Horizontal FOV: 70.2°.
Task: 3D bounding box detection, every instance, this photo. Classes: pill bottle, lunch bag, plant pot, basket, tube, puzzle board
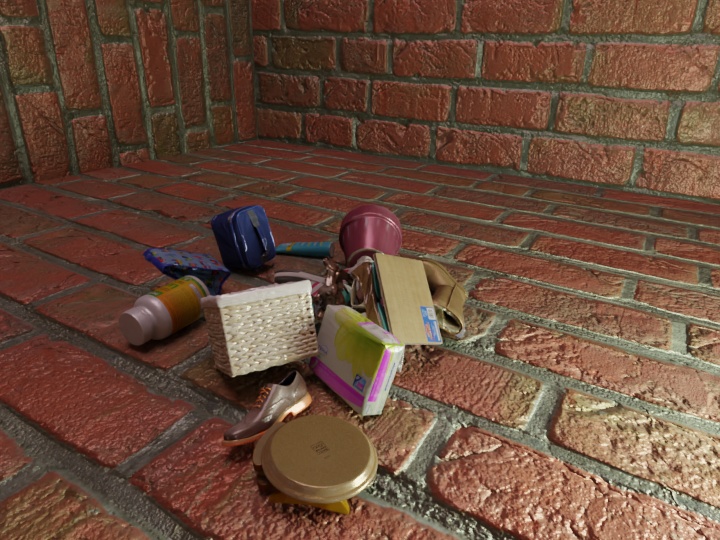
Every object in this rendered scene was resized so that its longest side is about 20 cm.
[{"bbox_3d":[-0.464,0.096,1.221,0.111,0.111,0.200,13,26,25],"label":"pill bottle"},{"bbox_3d":[-0.478,-0.010,1.379,0.200,0.094,0.150,24,4,-43],"label":"lunch bag"},{"bbox_3d":[0.027,-0.069,1.555,0.199,0.200,0.179,3,39,3],"label":"plant pot"},{"bbox_3d":[-0.210,0.113,1.071,0.199,0.161,0.198,-11,1,-26],"label":"basket"},{"bbox_3d":[-0.188,-0.073,1.714,0.199,0.051,0.077,3,16,16],"label":"tube"},{"bbox_3d":[-0.347,-0.093,1.568,0.132,0.201,0.136,-5,19,35],"label":"lunch bag"},{"bbox_3d":[0.101,0.064,1.108,0.150,0.201,0.017,8,-28,-41],"label":"puzzle board"}]

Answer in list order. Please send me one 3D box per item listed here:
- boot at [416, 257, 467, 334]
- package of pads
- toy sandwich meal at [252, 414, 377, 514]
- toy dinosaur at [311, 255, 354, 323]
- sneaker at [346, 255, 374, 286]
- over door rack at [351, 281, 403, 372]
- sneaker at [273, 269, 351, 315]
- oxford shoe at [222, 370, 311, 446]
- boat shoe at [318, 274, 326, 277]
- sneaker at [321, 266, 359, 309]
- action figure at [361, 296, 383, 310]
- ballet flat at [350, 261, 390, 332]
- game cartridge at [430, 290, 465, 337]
[{"bbox_3d":[0.187,0.054,1.244,0.175,0.066,0.200,35,24,4],"label":"boot"},{"bbox_3d":[-0.014,0.169,1.021,0.068,0.155,0.200,9,13,-43],"label":"package of pads"},{"bbox_3d":[-0.073,0.310,0.821,0.204,0.070,0.205,6,23,-2],"label":"toy sandwich meal"},{"bbox_3d":[-0.060,0.074,1.205,0.086,0.201,0.136,6,11,15],"label":"toy dinosaur"},{"bbox_3d":[0.000,0.000,1.337,0.073,0.085,0.200,-18,-13,10],"label":"sneaker"},{"bbox_3d":[0.036,0.114,1.142,0.147,0.067,0.201,8,68,13],"label":"over door rack"},{"bbox_3d":[-0.127,0.076,1.273,0.199,0.121,0.084,14,-21,-5],"label":"sneaker"},{"bbox_3d":[-0.174,0.247,0.923,0.071,0.073,0.200,-11,9,36],"label":"oxford shoe"},{"bbox_3d":[-0.151,0.056,1.388,0.200,0.070,0.071,-7,9,39],"label":"boat shoe"},{"bbox_3d":[-0.032,0.047,1.411,0.112,0.071,0.200,-17,27,-29],"label":"sneaker"},{"bbox_3d":[0.051,0.103,1.295,0.149,0.134,0.200,-47,28,-9],"label":"action figure"},{"bbox_3d":[0.017,0.074,1.098,0.072,0.068,0.201,-19,64,12],"label":"ballet flat"},{"bbox_3d":[0.201,0.090,1.313,0.129,0.038,0.200,32,22,-9],"label":"game cartridge"}]
